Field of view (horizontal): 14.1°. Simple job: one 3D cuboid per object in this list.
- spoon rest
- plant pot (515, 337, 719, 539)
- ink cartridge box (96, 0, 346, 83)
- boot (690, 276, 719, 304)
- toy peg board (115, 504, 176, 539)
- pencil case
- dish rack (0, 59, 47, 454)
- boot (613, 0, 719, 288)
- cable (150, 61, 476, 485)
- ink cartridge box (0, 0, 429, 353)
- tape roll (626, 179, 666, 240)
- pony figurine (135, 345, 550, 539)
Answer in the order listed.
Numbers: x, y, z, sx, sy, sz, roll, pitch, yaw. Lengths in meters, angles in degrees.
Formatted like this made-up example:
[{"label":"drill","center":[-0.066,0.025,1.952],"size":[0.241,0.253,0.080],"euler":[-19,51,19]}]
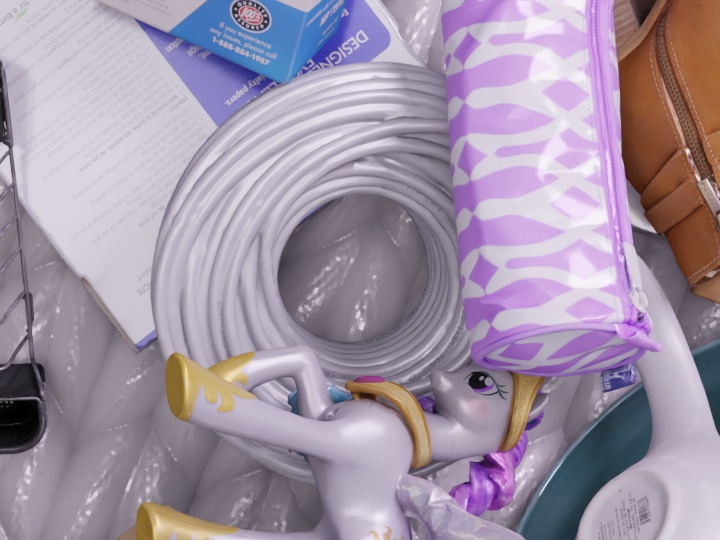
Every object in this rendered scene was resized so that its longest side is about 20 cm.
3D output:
[{"label":"spoon rest","center":[0.131,0.087,1.282],"size":[0.099,0.200,0.061],"euler":[-30,131,29]},{"label":"plant pot","center":[0.182,0.143,1.325],"size":[0.200,0.200,0.134],"euler":[-43,115,0]},{"label":"ink cartridge box","center":[-0.047,-0.199,1.292],"size":[0.116,0.067,0.200],"euler":[25,123,10]},{"label":"boot","center":[0.206,-0.077,1.357],"size":[0.188,0.068,0.200],"euler":[26,100,-1]},{"label":"toy peg board","center":[-0.093,0.238,1.378],"size":[0.199,0.098,0.200],"euler":[-39,88,16]},{"label":"pencil case","center":[0.082,-0.050,1.267],"size":[0.085,0.084,0.201],"euler":[-20,70,42]},{"label":"dish rack","center":[-0.227,-0.012,1.365],"size":[0.153,0.055,0.201],"euler":[-2,113,3]},{"label":"boot","center":[0.183,-0.094,1.283],"size":[0.074,0.200,0.155],"euler":[-12,74,-41]},{"label":"cable","center":[0.000,0.000,1.353],"size":[0.199,0.069,0.200],"euler":[17,101,-16]},{"label":"ink cartridge box","center":[-0.091,-0.098,1.400],"size":[0.197,0.047,0.200],"euler":[-37,90,0]},{"label":"tape roll","center":[0.166,-0.113,1.394],"size":[0.202,0.037,0.203],"euler":[0,88,2]},{"label":"pony figurine","center":[0.006,0.115,1.275],"size":[0.199,0.166,0.194],"euler":[-3,91,-27]}]
